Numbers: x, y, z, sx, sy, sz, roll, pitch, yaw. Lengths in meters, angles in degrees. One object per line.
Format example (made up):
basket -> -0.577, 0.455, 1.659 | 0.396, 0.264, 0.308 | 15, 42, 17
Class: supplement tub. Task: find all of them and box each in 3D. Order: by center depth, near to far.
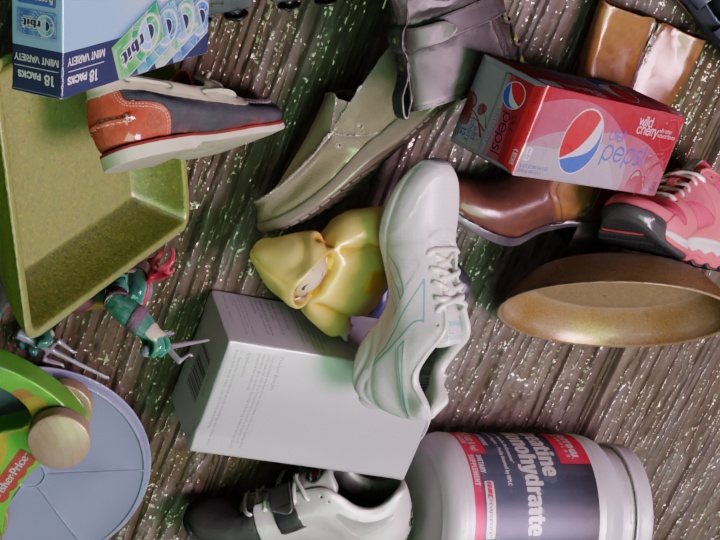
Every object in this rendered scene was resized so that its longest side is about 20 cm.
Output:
supplement tub -> 0.142, 0.214, 1.421 | 0.198, 0.141, 0.142 | 3, 120, -20

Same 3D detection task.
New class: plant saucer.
plant saucer -> -0.199, -0.086, 1.125 | 0.047, 0.200, 0.202 | 13, 121, 25
plant saucer -> 0.213, 0.022, 1.334 | 0.198, 0.036, 0.200 | 4, 163, 1

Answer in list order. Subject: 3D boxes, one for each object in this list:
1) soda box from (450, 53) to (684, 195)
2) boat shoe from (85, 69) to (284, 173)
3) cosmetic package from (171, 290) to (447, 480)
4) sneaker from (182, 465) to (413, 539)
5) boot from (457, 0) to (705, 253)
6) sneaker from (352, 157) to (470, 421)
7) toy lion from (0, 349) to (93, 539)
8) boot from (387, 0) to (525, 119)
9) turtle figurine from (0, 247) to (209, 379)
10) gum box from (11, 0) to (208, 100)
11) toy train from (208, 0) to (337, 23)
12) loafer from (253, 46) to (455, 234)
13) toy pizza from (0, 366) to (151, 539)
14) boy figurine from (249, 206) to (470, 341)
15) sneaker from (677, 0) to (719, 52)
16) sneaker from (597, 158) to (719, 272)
soda box -> 0.156, -0.103, 1.175 | 0.199, 0.063, 0.071 | 3, 113, -50
boat shoe -> -0.122, -0.112, 1.140 | 0.071, 0.199, 0.063 | -20, 89, 32
cosmetic package -> -0.041, 0.096, 1.326 | 0.198, 0.081, 0.114 | 12, 116, -25
sneaker -> -0.052, 0.196, 1.374 | 0.197, 0.074, 0.089 | 2, 121, -5
boot -> 0.165, -0.115, 1.272 | 0.186, 0.069, 0.202 | 10, 116, -23
sneaker -> 0.054, 0.017, 1.216 | 0.070, 0.080, 0.203 | 1, 103, -41
toy lion -> -0.331, 0.135, 1.236 | 0.191, 0.069, 0.200 | 34, 108, -20
boot -> 0.082, -0.217, 1.142 | 0.199, 0.069, 0.176 | -29, 111, -18
turtle figurine -> -0.218, 0.024, 1.214 | 0.199, 0.149, 0.102 | 9, 76, -45
gum box -> -0.156, -0.226, 1.029 | 0.044, 0.170, 0.202 | 12, 112, 24
toy train -> -0.038, -0.211, 1.161 | 0.198, 0.046, 0.034 | -11, 125, -10
loafer -> -0.010, -0.102, 1.223 | 0.199, 0.076, 0.069 | -38, 86, 18
toy pizza -> -0.271, 0.158, 1.314 | 0.198, 0.032, 0.202 | -6, 121, -10
boy figurine -> 0.000, 0.000, 1.259 | 0.199, 0.064, 0.125 | 13, 116, -48
sneaker -> 0.293, -0.213, 1.250 | 0.078, 0.080, 0.200 | -42, 122, 10
sneaker -> 0.255, -0.053, 1.316 | 0.199, 0.073, 0.088 | 13, 89, -55
